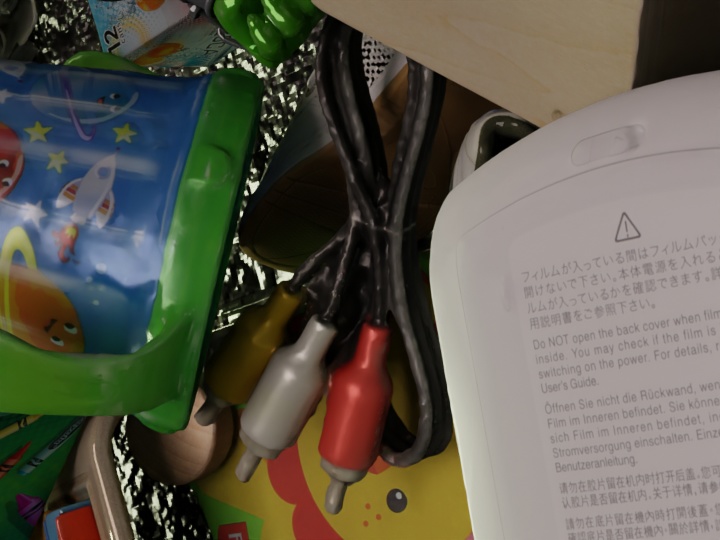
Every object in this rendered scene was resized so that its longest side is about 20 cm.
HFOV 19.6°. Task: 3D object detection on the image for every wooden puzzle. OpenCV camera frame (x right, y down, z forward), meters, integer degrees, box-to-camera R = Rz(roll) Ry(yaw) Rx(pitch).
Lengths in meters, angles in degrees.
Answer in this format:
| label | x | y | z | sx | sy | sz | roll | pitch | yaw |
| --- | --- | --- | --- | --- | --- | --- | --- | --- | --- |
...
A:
| label | x | y | z | sx | sy | sz | roll | pitch | yaw |
| --- | --- | --- | --- | --- | --- | --- | --- | --- | --- |
| wooden puzzle | -0.110 | 0.163 | 0.892 | 0.185 | 0.037 | 0.202 | 148 | 112 | -72 |

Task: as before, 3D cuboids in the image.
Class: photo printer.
| label | x | y | z | sx | sy | sz | roll | pitch | yaw |
| --- | --- | --- | --- | --- | --- | --- | --- | --- | --- |
| photo printer | 0.102 | 0.048 | 0.569 | 0.166 | 0.069 | 0.202 | -13 | 86 | 40 |

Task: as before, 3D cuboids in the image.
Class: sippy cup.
| label | x | y | z | sx | sy | sz | roll | pitch | yaw |
| --- | --- | --- | --- | --- | --- | --- | --- | --- | --- |
| sippy cup | -0.112 | -0.020 | 0.782 | 0.129 | 0.178 | 0.141 | 14 | 89 | -2 |

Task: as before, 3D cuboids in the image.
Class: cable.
| label | x | y | z | sx | sy | sz | roll | pitch | yaw |
| --- | --- | --- | --- | --- | --- | --- | --- | --- | --- |
| cable | 0.000 | 0.000 | 0.753 | 0.097 | 0.050 | 0.201 | 30 | 125 | 20 |

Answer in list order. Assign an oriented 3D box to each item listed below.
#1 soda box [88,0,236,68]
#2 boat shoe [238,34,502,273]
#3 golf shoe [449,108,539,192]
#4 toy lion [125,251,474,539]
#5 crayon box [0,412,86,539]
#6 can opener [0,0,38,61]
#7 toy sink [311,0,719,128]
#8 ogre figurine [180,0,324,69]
| label | x | y | z | sx | sy | sz | roll | pitch | yaw |
| --- | --- | --- | --- | --- | --- | --- | --- | --- | --- |
| soda box | -0.092 | -0.188 | 0.882 | 0.068 | 0.063 | 0.201 | -25 | 77 | 39 |
| boat shoe | 0.016 | -0.070 | 0.807 | 0.200 | 0.070 | 0.070 | -44 | 41 | 42 |
| golf shoe | 0.081 | 0.034 | 0.724 | 0.078 | 0.097 | 0.201 | -29 | 76 | 4 |
| toy lion | 0.006 | 0.098 | 0.835 | 0.191 | 0.068 | 0.202 | -11 | 87 | 33 |
| crayon box | -0.197 | 0.016 | 0.876 | 0.200 | 0.058 | 0.119 | 52 | 135 | 23 |
| can opener | -0.221 | -0.068 | 0.999 | 0.053 | 0.067 | 0.200 | 49 | 116 | 26 |
| toy sink | 0.094 | -0.145 | 0.677 | 0.130 | 0.200 | 0.113 | 30 | 142 | 27 |
| ogre figurine | -0.040 | -0.183 | 0.720 | 0.119 | 0.098 | 0.201 | 20 | 100 | 4 |
